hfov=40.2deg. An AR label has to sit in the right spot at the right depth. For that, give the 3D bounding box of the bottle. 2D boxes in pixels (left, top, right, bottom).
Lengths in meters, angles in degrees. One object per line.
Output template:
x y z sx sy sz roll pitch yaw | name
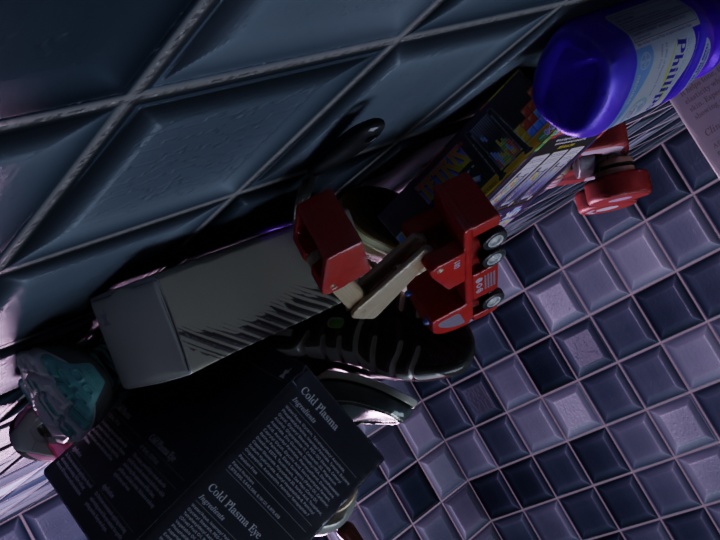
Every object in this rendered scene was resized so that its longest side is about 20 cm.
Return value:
0.210 -0.159 0.713 0.200 0.065 0.084 -26 147 -37 | bottle

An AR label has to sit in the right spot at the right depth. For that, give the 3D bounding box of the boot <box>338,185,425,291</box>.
0.000 0.000 0.887 0.155 0.072 0.200 -32 156 26 | boot

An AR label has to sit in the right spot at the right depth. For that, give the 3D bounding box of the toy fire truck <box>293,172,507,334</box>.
0.033 -0.003 0.711 0.141 0.049 0.200 -26 151 -9 | toy fire truck

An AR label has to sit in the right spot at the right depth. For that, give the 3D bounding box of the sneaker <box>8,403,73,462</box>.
-0.274 0.142 0.983 0.095 0.079 0.200 -20 180 35 | sneaker

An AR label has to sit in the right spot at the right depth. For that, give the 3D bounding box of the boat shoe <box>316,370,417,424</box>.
-0.031 0.127 0.855 0.200 0.073 0.062 -6 -123 47 | boat shoe

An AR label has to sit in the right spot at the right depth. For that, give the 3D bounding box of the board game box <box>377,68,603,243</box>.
0.123 -0.092 0.830 0.165 0.057 0.200 -44 169 26 | board game box

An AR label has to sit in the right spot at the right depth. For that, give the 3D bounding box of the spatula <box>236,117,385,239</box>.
-0.032 -0.055 0.652 0.056 0.021 0.200 -21 170 -29 | spatula

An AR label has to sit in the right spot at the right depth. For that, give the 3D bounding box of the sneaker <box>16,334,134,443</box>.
-0.202 0.075 0.738 0.091 0.078 0.200 -35 -175 -23 | sneaker

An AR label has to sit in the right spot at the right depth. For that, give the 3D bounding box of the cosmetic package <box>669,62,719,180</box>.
0.399 -0.177 0.890 0.166 0.200 0.167 -24 173 -43 | cosmetic package

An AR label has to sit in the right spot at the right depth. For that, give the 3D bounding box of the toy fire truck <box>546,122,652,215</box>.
0.208 -0.114 1.048 0.168 0.112 0.200 -12 175 6 | toy fire truck

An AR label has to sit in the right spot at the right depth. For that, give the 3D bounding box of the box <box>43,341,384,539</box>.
-0.115 0.146 0.739 0.182 0.104 0.200 -46 -153 -15 | box

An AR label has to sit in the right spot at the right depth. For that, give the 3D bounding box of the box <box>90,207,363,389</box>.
-0.084 0.015 0.707 0.082 0.068 0.200 -16 -174 42 | box

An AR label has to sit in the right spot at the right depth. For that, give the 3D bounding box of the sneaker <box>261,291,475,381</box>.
0.012 0.070 0.866 0.200 0.076 0.116 8 154 23 | sneaker

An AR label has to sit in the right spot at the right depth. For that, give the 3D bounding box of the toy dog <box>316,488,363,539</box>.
-0.075 0.221 0.830 0.200 0.096 0.132 -27 178 19 | toy dog
